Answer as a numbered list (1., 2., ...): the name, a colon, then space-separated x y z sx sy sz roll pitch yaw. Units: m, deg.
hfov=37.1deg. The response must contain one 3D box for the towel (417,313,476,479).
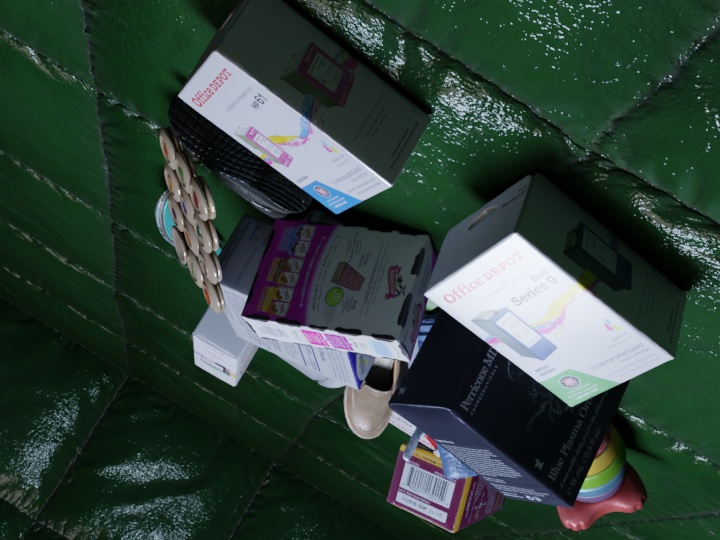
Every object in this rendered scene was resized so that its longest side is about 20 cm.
1. towel: 0.134 0.144 1.273 0.049 0.110 0.202 -144 42 -78

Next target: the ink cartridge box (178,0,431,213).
1. ink cartridge box: -0.057 -0.153 0.996 0.199 0.085 0.144 37 160 -14

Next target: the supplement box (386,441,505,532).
1. supplement box: 0.152 0.341 1.760 0.130 0.104 0.199 18 -171 30

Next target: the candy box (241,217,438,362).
1. candy box: -0.022 0.020 1.239 0.198 0.138 0.061 8 155 24

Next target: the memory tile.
1. memory tile: -0.199 -0.057 1.259 0.154 0.017 0.201 55 155 39

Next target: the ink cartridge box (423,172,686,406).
1. ink cartridge box: 0.183 0.022 1.012 0.199 0.088 0.145 38 139 -14

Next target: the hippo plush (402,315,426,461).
1. hippo plush: 0.141 0.133 1.363 0.159 0.161 0.200 -4 -173 13

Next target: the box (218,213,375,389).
1. box: -0.075 0.042 1.391 0.198 0.106 0.184 22 159 16

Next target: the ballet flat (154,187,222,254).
1. ballet flat: -0.260 -0.069 1.542 0.074 0.075 0.201 22 156 23

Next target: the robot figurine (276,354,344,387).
1. robot figurine: -0.064 0.097 1.582 0.199 0.114 0.169 35 140 -13

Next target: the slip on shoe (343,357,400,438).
1. slip on shoe: 0.022 0.160 1.520 0.075 0.202 0.061 10 -155 -8

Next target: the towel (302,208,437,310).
1. towel: 0.000 0.000 1.375 0.199 0.031 0.149 34 161 -10

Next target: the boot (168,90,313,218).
1. boot: -0.152 -0.124 1.248 0.199 0.068 0.130 38 165 -16

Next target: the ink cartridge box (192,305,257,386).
1. ink cartridge box: -0.195 0.085 1.698 0.083 0.146 0.200 29 161 2

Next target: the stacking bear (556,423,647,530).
1. stacking bear: 0.290 0.229 1.399 0.114 0.120 0.201 -105 -8 -47

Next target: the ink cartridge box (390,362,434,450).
1. ink cartridge box: 0.115 0.199 1.610 0.146 0.083 0.200 33 159 -7

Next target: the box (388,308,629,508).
1. box: 0.170 0.117 1.156 0.200 0.198 0.117 39 159 -22

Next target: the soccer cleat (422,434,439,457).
1. soccer cleat: 0.167 0.235 1.474 0.199 0.085 0.069 27 121 25
